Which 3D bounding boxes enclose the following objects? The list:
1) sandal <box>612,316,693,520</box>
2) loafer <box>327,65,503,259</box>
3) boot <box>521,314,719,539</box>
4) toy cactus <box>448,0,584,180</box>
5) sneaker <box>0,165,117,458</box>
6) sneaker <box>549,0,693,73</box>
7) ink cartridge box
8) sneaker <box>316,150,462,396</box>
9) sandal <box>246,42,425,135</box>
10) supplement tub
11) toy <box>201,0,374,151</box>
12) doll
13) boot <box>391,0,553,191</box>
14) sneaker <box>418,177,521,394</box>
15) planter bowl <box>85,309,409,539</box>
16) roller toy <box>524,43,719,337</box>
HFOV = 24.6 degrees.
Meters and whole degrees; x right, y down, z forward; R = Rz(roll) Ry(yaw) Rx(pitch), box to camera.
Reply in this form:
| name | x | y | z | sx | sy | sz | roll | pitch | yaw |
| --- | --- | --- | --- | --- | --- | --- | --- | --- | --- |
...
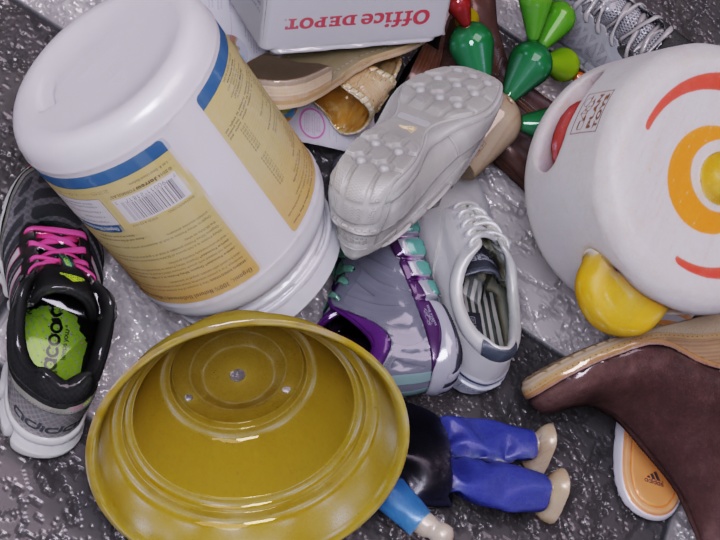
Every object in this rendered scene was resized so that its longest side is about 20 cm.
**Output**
| name | x | y | z | sx | sy | sz | roll | pitch | yaw |
| --- | --- | --- | --- | --- | --- | --- | --- | --- | --- |
| sandal | 0.236 | 0.086 | 1.247 | 0.078 | 0.059 | 0.209 | 17 | 58 | -19 |
| loafer | 0.037 | -0.078 | 1.125 | 0.069 | 0.070 | 0.200 | 25 | 41 | 21 |
| boot | 0.224 | 0.123 | 1.175 | 0.198 | 0.072 | 0.168 | -14 | 83 | -17 |
| toy cactus | 0.123 | -0.137 | 1.230 | 0.200 | 0.102 | 0.166 | 43 | 68 | -16 |
| sneaker | -0.191 | 0.012 | 1.046 | 0.073 | 0.087 | 0.202 | 9 | 61 | -23 |
| sneaker | 0.193 | -0.201 | 1.294 | 0.075 | 0.116 | 0.199 | -44 | 52 | -14 |
| ink cartridge box | -0.005 | -0.261 | 1.127 | 0.143 | 0.202 | 0.084 | -8 | 39 | -23 |
| sneaker | 0.000 | 0.000 | 1.157 | 0.087 | 0.075 | 0.202 | -11 | 59 | -20 |
| sandal | -0.019 | -0.129 | 1.184 | 0.077 | 0.070 | 0.211 | 16 | 26 | 27 |
| supplement tub | -0.111 | -0.063 | 1.048 | 0.201 | 0.143 | 0.146 | 54 | 43 | -40 |
| toy | -0.081 | -0.149 | 1.206 | 0.198 | 0.047 | 0.117 | 11 | 70 | -37 |
| doll | 0.045 | 0.133 | 1.127 | 0.198 | 0.049 | 0.137 | 9 | 45 | -21 |
| boot | 0.139 | -0.143 | 1.315 | 0.199 | 0.064 | 0.188 | 32 | 63 | -8 |
| sneaker | 0.083 | -0.013 | 1.211 | 0.072 | 0.071 | 0.202 | 0 | 63 | -27 |
| planter bowl | -0.074 | 0.088 | 1.035 | 0.198 | 0.202 | 0.084 | 14 | 30 | -20 |
| roller toy | 0.217 | -0.061 | 1.150 | 0.198 | 0.139 | 0.185 | -16 | 95 | -21 |
